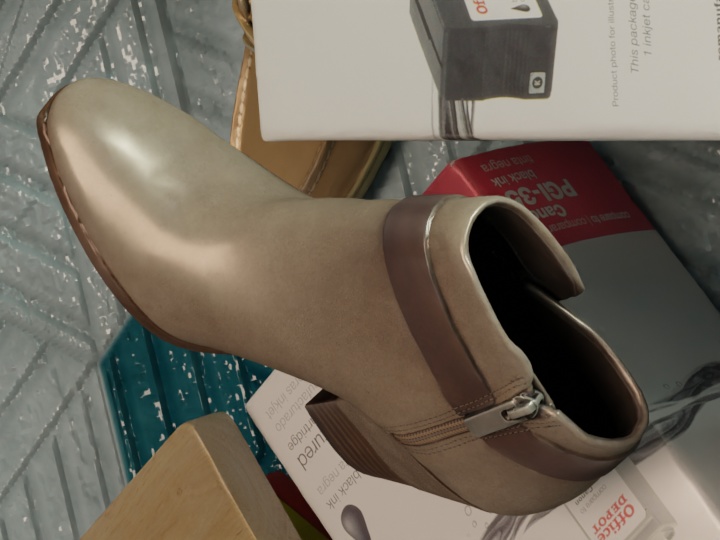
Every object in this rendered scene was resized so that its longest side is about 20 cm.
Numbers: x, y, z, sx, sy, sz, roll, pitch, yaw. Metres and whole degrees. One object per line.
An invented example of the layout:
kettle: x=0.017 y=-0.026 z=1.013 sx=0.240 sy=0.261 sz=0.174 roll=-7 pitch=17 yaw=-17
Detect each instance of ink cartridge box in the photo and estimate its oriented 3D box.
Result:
ink cartridge box: x=0.084 y=-0.086 z=0.901 sx=0.200 sy=0.145 sz=0.084 roll=3 pitch=99 yaw=40
ink cartridge box: x=0.073 y=0.076 z=0.974 sx=0.147 sy=0.083 sz=0.200 roll=-50 pitch=65 yaw=33

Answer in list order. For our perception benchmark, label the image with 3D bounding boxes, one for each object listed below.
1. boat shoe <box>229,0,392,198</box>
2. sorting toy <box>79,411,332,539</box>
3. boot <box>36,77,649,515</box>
boat shoe: x=-0.020 y=-0.103 z=1.039 sx=0.071 sy=0.064 sz=0.200 roll=27 pitch=113 yaw=34
sorting toy: x=-0.033 y=0.175 z=1.069 sx=0.199 sy=0.070 sz=0.200 roll=59 pitch=141 yaw=15
boot: x=0.000 y=0.000 z=0.885 sx=0.200 sy=0.070 sz=0.146 roll=44 pitch=151 yaw=-16
